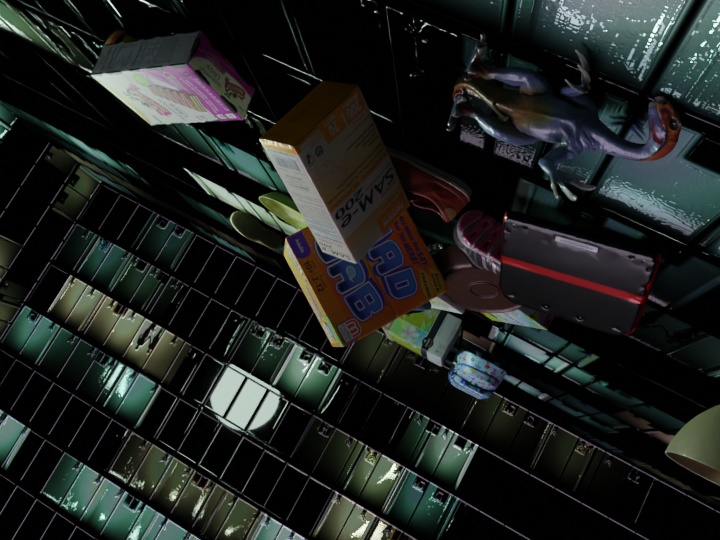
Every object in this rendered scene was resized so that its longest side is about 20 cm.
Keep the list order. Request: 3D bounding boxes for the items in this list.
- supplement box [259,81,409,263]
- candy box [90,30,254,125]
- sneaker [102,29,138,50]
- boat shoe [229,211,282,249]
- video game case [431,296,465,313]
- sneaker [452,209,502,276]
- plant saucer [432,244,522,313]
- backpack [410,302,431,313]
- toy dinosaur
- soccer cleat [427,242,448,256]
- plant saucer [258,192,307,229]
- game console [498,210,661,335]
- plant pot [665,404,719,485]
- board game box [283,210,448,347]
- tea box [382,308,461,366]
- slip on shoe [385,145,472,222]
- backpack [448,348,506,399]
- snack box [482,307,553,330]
[{"bbox_3d":[-0.026,-0.125,0.896,0.073,0.126,0.200,20,150,42],"label":"supplement box"},{"bbox_3d":[-0.280,-0.282,1.031,0.200,0.061,0.136,5,159,31],"label":"candy box"},{"bbox_3d":[-0.342,-0.315,1.157,0.090,0.070,0.200,28,169,28],"label":"sneaker"},{"bbox_3d":[-0.342,-0.126,2.200,0.201,0.072,0.066,30,167,-36],"label":"boat shoe"},{"bbox_3d":[0.153,0.050,1.800,0.200,0.023,0.182,33,170,-21],"label":"video game case"},{"bbox_3d":[0.220,-0.021,1.055,0.200,0.074,0.087,34,173,-10],"label":"sneaker"},{"bbox_3d":[0.212,0.022,1.173,0.200,0.035,0.200,10,150,6],"label":"plant saucer"},{"bbox_3d":[0.067,0.030,1.584,0.200,0.135,0.183,3,-170,-34],"label":"backpack"},{"bbox_3d":[0.178,-0.145,0.605,0.181,0.105,0.200,17,-151,-1],"label":"toy dinosaur"},{"bbox_3d":[0.179,-0.005,1.276,0.073,0.068,0.200,39,164,-29],"label":"soccer cleat"},{"bbox_3d":[-0.155,-0.139,1.684,0.200,0.031,0.200,28,171,5],"label":"plant saucer"},{"bbox_3d":[0.284,0.005,0.925,0.200,0.031,0.177,18,143,22],"label":"game console"},{"bbox_3d":[0.704,0.333,1.304,0.200,0.135,0.200,28,171,5],"label":"plant pot"},{"bbox_3d":[0.000,0.000,1.200,0.200,0.200,0.200,62,170,2],"label":"board game box"},{"bbox_3d":[0.184,0.174,2.033,0.197,0.134,0.200,26,170,12],"label":"tea box"},{"bbox_3d":[0.060,-0.129,0.985,0.200,0.061,0.074,27,173,20],"label":"slip on shoe"},{"bbox_3d":[0.403,0.354,2.363,0.182,0.135,0.200,28,168,3],"label":"backpack"},{"bbox_3d":[0.271,0.054,1.361,0.142,0.053,0.200,31,170,-19],"label":"snack box"}]
